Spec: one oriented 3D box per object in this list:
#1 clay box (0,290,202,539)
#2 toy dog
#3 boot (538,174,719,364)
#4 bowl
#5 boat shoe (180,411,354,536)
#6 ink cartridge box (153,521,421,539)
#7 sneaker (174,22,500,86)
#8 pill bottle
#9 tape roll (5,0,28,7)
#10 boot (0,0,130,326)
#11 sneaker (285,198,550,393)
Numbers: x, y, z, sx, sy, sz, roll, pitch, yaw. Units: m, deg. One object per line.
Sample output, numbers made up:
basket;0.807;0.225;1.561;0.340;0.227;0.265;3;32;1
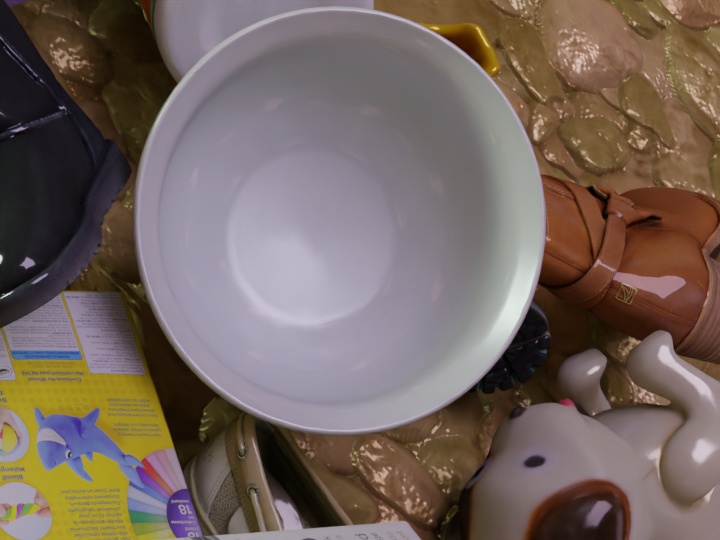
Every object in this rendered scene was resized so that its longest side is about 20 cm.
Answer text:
clay box;-0.136;0.104;1.367;0.114;0.048;0.201;2;58;-38
toy dog;0.137;0.127;1.535;0.199;0.139;0.195;11;87;-35
boot;0.126;-0.016;1.619;0.155;0.077;0.200;21;20;-22
bowl;-0.018;-0.020;1.446;0.200;0.090;0.202;1;85;-13
boat shoe;-0.008;0.157;1.421;0.073;0.063;0.201;-27;78;-48
ink cartridge box;-0.034;0.184;1.261;0.199;0.083;0.147;0;35;-39
sneaker;-0.014;-0.110;1.614;0.199;0.077;0.073;-11;67;-39
pill bottle;-0.068;-0.173;1.559;0.111;0.111;0.200;21;24;-26
tape roll;-0.211;-0.223;1.488;0.199;0.066;0.201;6;56;-8
boot;-0.192;-0.087;1.339;0.200;0.065;0.165;57;18;-18
sneaker;0.000;0.000;1.559;0.199;0.078;0.086;24;24;-21
